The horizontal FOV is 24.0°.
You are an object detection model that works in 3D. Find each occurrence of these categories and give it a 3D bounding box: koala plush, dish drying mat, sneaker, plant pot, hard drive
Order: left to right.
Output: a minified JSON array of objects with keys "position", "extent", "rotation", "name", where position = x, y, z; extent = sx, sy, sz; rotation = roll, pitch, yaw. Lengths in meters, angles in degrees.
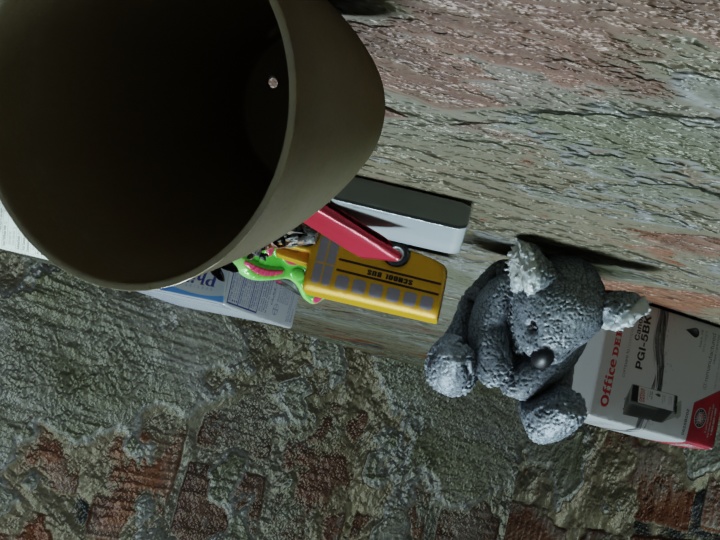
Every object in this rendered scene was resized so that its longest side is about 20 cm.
[{"position":[-0.070,-0.090,0.905],"extent":[0.186,0.189,0.200],"rotation":[10,-172,25],"name":"plant pot"},{"position":[-0.099,-0.015,2.133],"extent":[0.084,0.077,0.199],"rotation":[31,-176,41],"name":"sneaker"},{"position":[-0.053,-0.062,1.579],"extent":[0.199,0.018,0.077],"rotation":[31,167,-29],"name":"dish drying mat"},{"position":[0.038,-0.052,1.631],"extent":[0.131,0.027,0.200],"rotation":[13,174,3],"name":"hard drive"},{"position":[0.188,0.045,1.730],"extent":[0.176,0.185,0.200],"rotation":[25,152,-6],"name":"koala plush"}]

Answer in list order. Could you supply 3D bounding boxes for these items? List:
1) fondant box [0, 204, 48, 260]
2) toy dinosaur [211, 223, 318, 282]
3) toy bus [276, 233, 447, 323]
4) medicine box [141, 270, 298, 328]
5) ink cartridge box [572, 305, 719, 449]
[{"position":[-0.263,-0.075,1.529],"extent":[0.198,0.145,0.059],"rotation":[14,130,-1],"name":"fondant box"},{"position":[-0.146,-0.050,1.778],"extent":[0.198,0.103,0.136],"rotation":[-9,-170,4],"name":"toy dinosaur"},{"position":[0.000,0.000,1.941],"extent":[0.198,0.079,0.065],"rotation":[13,174,5],"name":"toy bus"},{"position":[-0.200,-0.001,2.256],"extent":[0.181,0.104,0.200],"rotation":[10,173,26],"name":"medicine box"},{"position":[0.330,0.118,1.987],"extent":[0.198,0.148,0.083],"rotation":[16,172,-30],"name":"ink cartridge box"}]
